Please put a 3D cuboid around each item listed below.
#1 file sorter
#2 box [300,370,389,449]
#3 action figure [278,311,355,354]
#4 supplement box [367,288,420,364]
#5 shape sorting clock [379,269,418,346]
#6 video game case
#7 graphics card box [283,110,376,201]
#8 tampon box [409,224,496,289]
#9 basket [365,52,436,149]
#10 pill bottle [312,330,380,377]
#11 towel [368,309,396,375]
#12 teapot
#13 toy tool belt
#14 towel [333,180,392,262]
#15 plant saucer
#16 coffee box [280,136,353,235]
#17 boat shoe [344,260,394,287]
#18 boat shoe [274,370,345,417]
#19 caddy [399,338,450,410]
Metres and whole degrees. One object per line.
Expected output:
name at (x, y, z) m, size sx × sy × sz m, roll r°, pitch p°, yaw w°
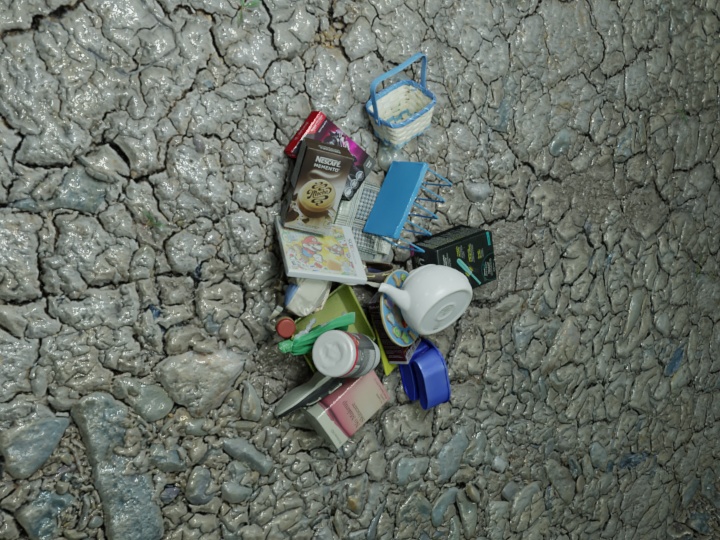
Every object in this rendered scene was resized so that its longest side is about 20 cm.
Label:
file sorter at (0.125, -0.161, 1.702) m, size 0.123 × 0.139 × 0.200 m, roll 26°, pitch 85°, yaw -35°
box at (-0.043, 0.344, 1.762) m, size 0.200 × 0.109 × 0.128 m, roll -42°, pitch 121°, yaw -20°
action figure at (-0.114, 0.158, 1.624) m, size 0.200 × 0.055 × 0.118 m, roll -19°, pitch 146°, yaw -39°
supplement box at (0.093, 0.141, 1.798) m, size 0.109 × 0.061 × 0.200 m, roll -53°, pitch 130°, yaw -47°
shape sorting clock at (0.111, 0.097, 1.735) m, size 0.200 × 0.039 × 0.200 m, roll 11°, pitch 77°, yaw -58°
video game case at (-0.095, -0.049, 1.585) m, size 0.200 × 0.182 × 0.023 m, roll 6°, pitch 135°, yaw -26°
graphics card box at (-0.071, -0.274, 1.616) m, size 0.200 × 0.051 × 0.126 m, roll 39°, pitch 80°, yaw -29°
tampon box at (0.258, -0.025, 1.868) m, size 0.200 × 0.126 × 0.150 m, roll -20°, pitch 111°, yaw -29°
basket at (0.096, -0.413, 1.641) m, size 0.176 × 0.139 × 0.200 m, roll -35°, pitch 149°, yaw -23°
pill bottle at (-0.026, 0.206, 1.634) m, size 0.200 × 0.111 × 0.111 m, roll 20°, pitch 90°, yaw -65°
towel at (0.064, 0.179, 1.822) m, size 0.086 × 0.018 × 0.200 m, roll -38°, pitch 120°, yaw -54°
teapot at (0.175, 0.053, 1.678) m, size 0.197 × 0.146 × 0.200 m, roll -39°, pitch 148°, yaw 3°
toy tool belt at (-0.151, 0.061, 1.619) m, size 0.125 × 0.123 × 0.200 m, roll 31°, pitch 88°, yaw -22°
towel at (0.013, -0.127, 1.732) m, size 0.192 × 0.035 × 0.200 m, roll 16°, pitch 92°, yaw -36°
plant saucer at (-0.080, 0.156, 1.729) m, size 0.200 × 0.048 × 0.200 m, roll -38°, pitch 120°, yaw -21°
coffee box at (-0.103, -0.194, 1.553) m, size 0.113 × 0.080 × 0.200 m, roll 11°, pitch 116°, yaw -18°
boat shoe at (0.000, 0.000, 1.719) m, size 0.200 × 0.072 × 0.060 m, roll 8°, pitch 123°, yaw -35°
boat shoe at (-0.128, 0.314, 1.688) m, size 0.200 × 0.074 × 0.060 m, roll -39°, pitch 111°, yaw 4°
caddy at (0.190, 0.293, 1.891) m, size 0.105 × 0.141 × 0.200 m, roll -22°, pitch 114°, yaw -25°
